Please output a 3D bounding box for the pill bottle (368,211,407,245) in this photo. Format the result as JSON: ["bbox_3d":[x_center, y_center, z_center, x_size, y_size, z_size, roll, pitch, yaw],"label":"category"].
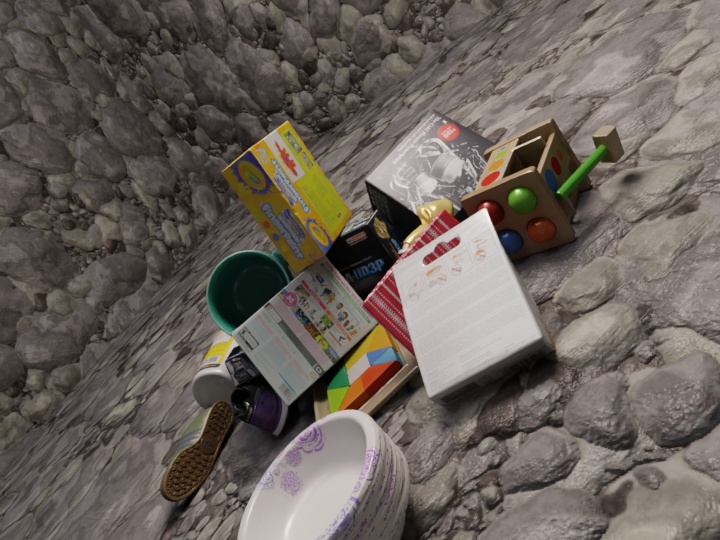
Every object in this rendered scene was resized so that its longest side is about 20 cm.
[{"bbox_3d":[0.034,-0.050,1.167,0.199,0.111,0.111,-42,20,-2],"label":"pill bottle"}]

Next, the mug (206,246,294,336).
[{"bbox_3d":[-0.176,0.037,1.066,0.181,0.156,0.114,-18,0,0],"label":"mug"}]

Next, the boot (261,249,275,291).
[{"bbox_3d":[-0.170,0.050,1.229,0.199,0.063,0.190,2,-68,-67],"label":"boot"}]

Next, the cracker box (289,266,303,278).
[{"bbox_3d":[-0.127,-0.034,1.381,0.135,0.057,0.201,-55,-8,-34],"label":"cracker box"}]

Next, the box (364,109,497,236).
[{"bbox_3d":[0.141,-0.156,1.062,0.181,0.105,0.200,36,73,26],"label":"box"}]

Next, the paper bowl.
[{"bbox_3d":[-0.030,0.263,0.642,0.199,0.105,0.202,-36,21,16],"label":"paper bowl"}]

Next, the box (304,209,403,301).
[{"bbox_3d":[0.000,0.000,1.050,0.198,0.160,0.046,-21,21,43],"label":"box"}]

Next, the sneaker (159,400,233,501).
[{"bbox_3d":[-0.308,0.337,1.083,0.089,0.067,0.202,-34,20,41],"label":"sneaker"}]

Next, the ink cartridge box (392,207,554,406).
[{"bbox_3d":[0.133,0.045,0.751,0.161,0.050,0.203,-33,48,23],"label":"ink cartridge box"}]

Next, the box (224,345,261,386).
[{"bbox_3d":[-0.141,0.132,1.075,0.196,0.051,0.158,-25,4,-5],"label":"box"}]

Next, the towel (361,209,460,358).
[{"bbox_3d":[0.113,0.025,0.836,0.200,0.144,0.023,-47,-7,-17],"label":"towel"}]

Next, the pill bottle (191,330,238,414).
[{"bbox_3d":[-0.261,0.188,1.220,0.113,0.115,0.201,-31,22,25],"label":"pill bottle"}]

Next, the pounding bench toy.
[{"bbox_3d":[0.269,-0.121,0.850,0.198,0.125,0.157,-21,28,44],"label":"pounding bench toy"}]

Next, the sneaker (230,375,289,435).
[{"bbox_3d":[-0.185,0.212,1.031,0.077,0.086,0.200,-69,20,2],"label":"sneaker"}]

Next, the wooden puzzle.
[{"bbox_3d":[0.006,0.155,0.900,0.199,0.037,0.185,-40,19,5],"label":"wooden puzzle"}]

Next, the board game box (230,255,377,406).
[{"bbox_3d":[-0.089,0.096,0.966,0.199,0.148,0.064,-40,-6,-10],"label":"board game box"}]

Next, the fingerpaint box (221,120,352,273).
[{"bbox_3d":[-0.116,-0.126,0.990,0.072,0.202,0.168,-28,17,28],"label":"fingerpaint box"}]

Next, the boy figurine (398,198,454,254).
[{"bbox_3d":[0.099,-0.020,0.907,0.063,0.123,0.205,-2,70,40],"label":"boy figurine"}]
